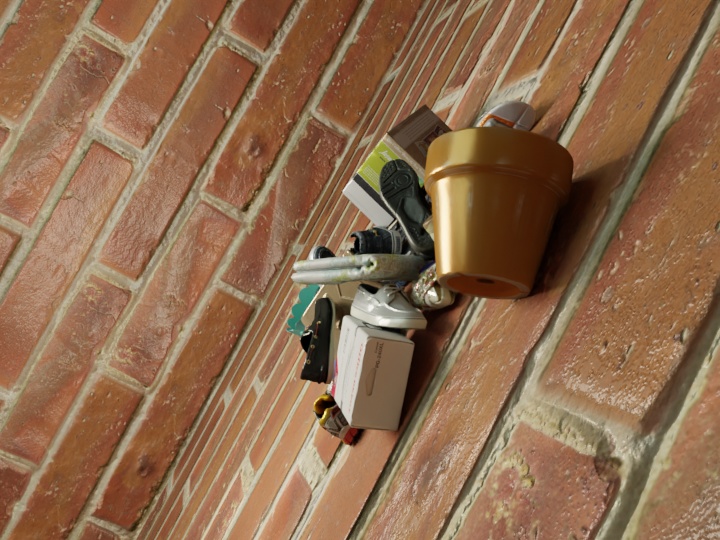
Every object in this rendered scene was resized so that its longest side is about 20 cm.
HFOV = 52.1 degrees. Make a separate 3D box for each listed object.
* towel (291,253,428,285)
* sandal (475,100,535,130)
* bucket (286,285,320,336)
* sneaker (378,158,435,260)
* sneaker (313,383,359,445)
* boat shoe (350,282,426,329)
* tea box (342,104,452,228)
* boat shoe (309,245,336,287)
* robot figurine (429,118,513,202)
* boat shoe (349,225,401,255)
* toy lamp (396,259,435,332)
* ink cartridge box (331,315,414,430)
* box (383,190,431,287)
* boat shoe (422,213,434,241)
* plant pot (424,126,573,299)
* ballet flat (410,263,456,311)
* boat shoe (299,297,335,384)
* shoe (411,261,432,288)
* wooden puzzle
[{"bbox_3d":[0.000,0.000,1.312,0.198,0.170,0.049,-5,88,36],"label":"towel"},{"bbox_3d":[0.240,-0.252,1.347,0.207,0.079,0.060,-48,20,52],"label":"sandal"},{"bbox_3d":[-0.066,0.080,1.697,0.208,0.134,0.208,-57,14,21],"label":"bucket"},{"bbox_3d":[0.094,-0.099,1.299,0.076,0.201,0.114,-28,-27,3],"label":"sneaker"},{"bbox_3d":[-0.045,0.245,1.373,0.078,0.082,0.200,-59,12,7],"label":"sneaker"},{"bbox_3d":[0.044,0.056,1.246,0.200,0.069,0.072,12,95,60],"label":"boat shoe"},{"bbox_3d":[0.097,-0.225,1.611,0.197,0.134,0.200,-47,-2,41],"label":"tea box"},{"bbox_3d":[-0.035,0.028,1.553,0.070,0.202,0.091,-20,-9,-37],"label":"boat shoe"},{"bbox_3d":[0.193,-0.160,1.254,0.200,0.112,0.171,-51,31,35],"label":"robot figurine"},{"bbox_3d":[0.013,-0.059,1.533,0.200,0.090,0.072,-176,85,-74],"label":"boat shoe"},{"bbox_3d":[0.097,0.050,1.301,0.200,0.058,0.058,-50,16,37],"label":"toy lamp"},{"bbox_3d":[0.015,0.166,1.226,0.200,0.083,0.147,-152,73,-77],"label":"ink cartridge box"},{"bbox_3d":[0.100,-0.054,1.543,0.200,0.049,0.200,-45,19,53],"label":"box"},{"bbox_3d":[0.194,-0.102,1.159,0.199,0.063,0.073,-31,7,28],"label":"boat shoe"},{"bbox_3d":[0.176,-0.065,0.990,0.200,0.198,0.185,153,129,-68],"label":"plant pot"},{"bbox_3d":[0.142,0.015,1.179,0.200,0.075,0.064,-54,29,40],"label":"ballet flat"},{"bbox_3d":[-0.081,0.124,1.384,0.203,0.062,0.074,-89,11,-46],"label":"boat shoe"},{"bbox_3d":[0.139,-0.053,1.367,0.201,0.053,0.070,-63,13,-8],"label":"shoe"},{"bbox_3d":[-0.009,0.089,1.458,0.046,0.185,0.201,-5,-47,-55],"label":"wooden puzzle"}]
